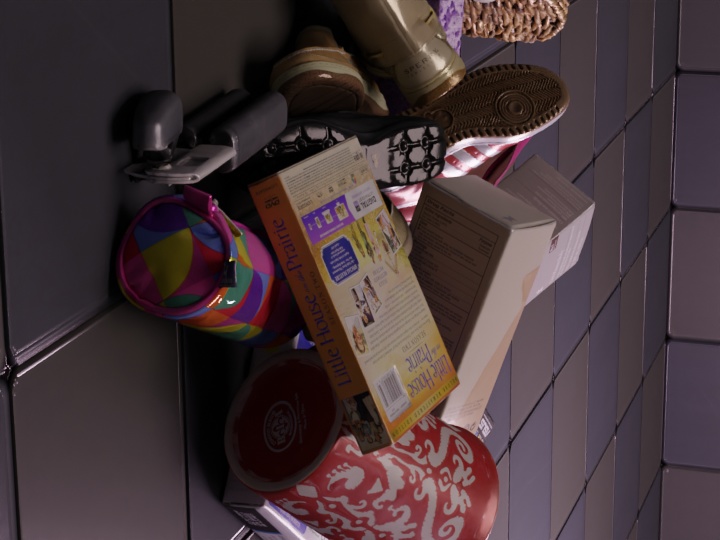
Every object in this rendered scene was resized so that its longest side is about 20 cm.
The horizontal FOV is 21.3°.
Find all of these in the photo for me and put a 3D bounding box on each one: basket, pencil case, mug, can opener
[{"bbox_3d":[0.134,-0.309,1.793,0.200,0.141,0.151,56,41,-80],"label":"basket"},{"bbox_3d":[-0.092,0.003,1.296,0.200,0.087,0.089,33,63,-73],"label":"pencil case"},{"bbox_3d":[-0.014,0.134,1.440,0.134,0.177,0.200,-51,139,4],"label":"mug"},{"bbox_3d":[-0.101,-0.102,1.293,0.200,0.053,0.068,-48,140,-64],"label":"can opener"}]

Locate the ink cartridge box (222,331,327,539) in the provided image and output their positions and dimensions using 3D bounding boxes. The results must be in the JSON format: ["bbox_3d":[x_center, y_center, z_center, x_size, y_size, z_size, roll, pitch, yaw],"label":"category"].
[{"bbox_3d":[-0.045,0.122,1.549,0.198,0.047,0.202,54,41,-61],"label":"ink cartridge box"}]

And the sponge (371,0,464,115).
[{"bbox_3d":[0.050,-0.226,1.669,0.030,0.111,0.202,7,86,-30],"label":"sponge"}]

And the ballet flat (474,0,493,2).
[{"bbox_3d":[0.039,-0.283,1.493,0.069,0.200,0.070,-40,160,-18],"label":"ballet flat"}]

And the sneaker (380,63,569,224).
[{"bbox_3d":[0.079,-0.098,1.603,0.113,0.198,0.072,91,-27,-62],"label":"sneaker"}]

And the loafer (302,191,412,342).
[{"bbox_3d":[-0.010,-0.020,1.461,0.200,0.075,0.069,-73,145,-63],"label":"loafer"}]

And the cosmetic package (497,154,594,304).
[{"bbox_3d":[0.120,-0.005,1.802,0.200,0.090,0.107,-42,160,-26],"label":"cosmetic package"}]

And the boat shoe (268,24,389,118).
[{"bbox_3d":[-0.033,-0.155,1.500,0.200,0.071,0.077,23,49,-78],"label":"boat shoe"}]

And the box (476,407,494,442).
[{"bbox_3d":[0.044,0.182,1.748,0.194,0.047,0.200,-57,155,-12],"label":"box"}]

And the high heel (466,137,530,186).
[{"bbox_3d":[0.101,-0.103,1.688,0.200,0.067,0.097,-52,165,-49],"label":"high heel"}]

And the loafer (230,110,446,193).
[{"bbox_3d":[-0.023,-0.086,1.460,0.199,0.070,0.069,-8,102,-40],"label":"loafer"}]

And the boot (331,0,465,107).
[{"bbox_3d":[0.004,-0.226,1.547,0.156,0.073,0.200,53,4,-26],"label":"boot"}]

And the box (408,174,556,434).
[{"bbox_3d":[0.073,0.032,1.553,0.077,0.095,0.202,-9,126,-54],"label":"box"}]

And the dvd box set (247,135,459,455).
[{"bbox_3d":[-0.001,0.013,1.351,0.202,0.029,0.146,67,26,-5],"label":"dvd box set"}]
